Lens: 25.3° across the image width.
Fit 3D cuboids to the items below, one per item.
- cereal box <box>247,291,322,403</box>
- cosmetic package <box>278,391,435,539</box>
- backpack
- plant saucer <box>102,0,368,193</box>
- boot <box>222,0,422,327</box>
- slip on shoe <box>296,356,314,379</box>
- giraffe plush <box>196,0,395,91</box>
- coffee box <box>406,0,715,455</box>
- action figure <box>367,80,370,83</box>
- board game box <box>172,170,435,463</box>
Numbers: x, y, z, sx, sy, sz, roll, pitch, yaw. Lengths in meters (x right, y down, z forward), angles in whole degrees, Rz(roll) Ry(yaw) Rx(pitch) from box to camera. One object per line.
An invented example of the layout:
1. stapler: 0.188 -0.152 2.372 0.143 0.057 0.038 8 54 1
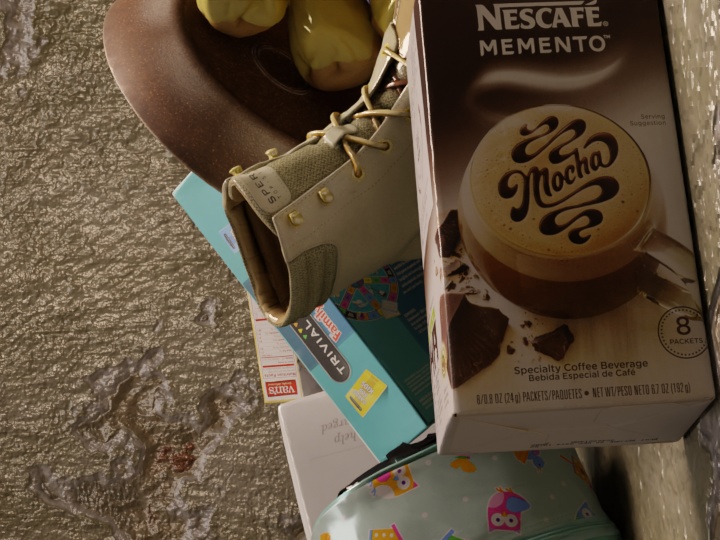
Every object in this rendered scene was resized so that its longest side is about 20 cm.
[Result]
1. cereal box: -0.048 -0.011 1.239 0.144 0.039 0.201 -33 -64 -69
2. cosmetic package: 0.039 0.163 1.139 0.200 0.164 0.166 101 154 -78
3. backpack: 0.060 0.173 0.912 0.200 0.175 0.154 92 158 -57
4. plant saucer: -0.054 -0.106 0.931 0.037 0.200 0.201 -49 28 31
5. boot: 0.002 -0.074 0.829 0.072 0.154 0.201 40 144 42
6. slip on shoe: 0.041 0.034 1.102 0.076 0.199 0.061 -53 -53 -64
7. giraffe plush: -0.020 -0.229 0.909 0.200 0.172 0.163 45 -148 -27
8. coffee box: 0.084 -0.026 0.723 0.080 0.112 0.201 95 171 -70
9. action figure: 0.046 -0.121 1.030 0.200 0.104 0.195 32 143 59
10. board game box: 0.000 0.000 0.974 0.200 0.047 0.151 52 -146 6
